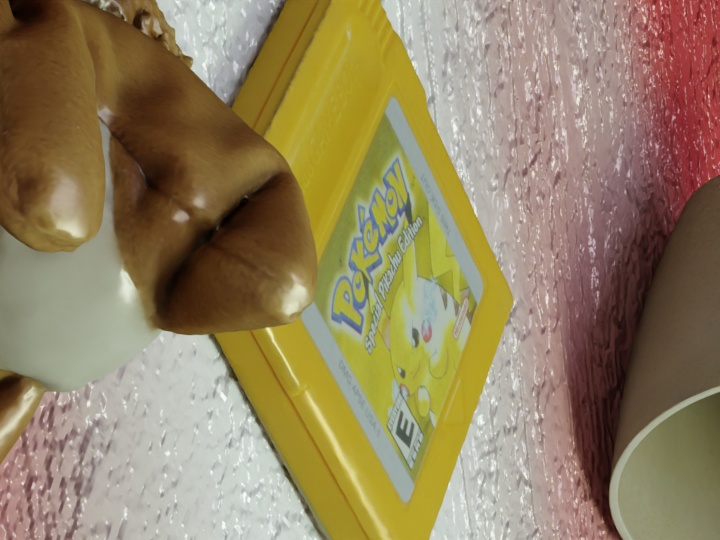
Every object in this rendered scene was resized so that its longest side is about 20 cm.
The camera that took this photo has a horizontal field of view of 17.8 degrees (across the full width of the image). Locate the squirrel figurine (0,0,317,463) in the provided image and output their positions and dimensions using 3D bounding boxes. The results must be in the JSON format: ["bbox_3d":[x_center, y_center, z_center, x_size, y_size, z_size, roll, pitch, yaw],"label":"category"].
[{"bbox_3d":[-0.119,-0.066,0.635,0.187,0.142,0.200,49,25,-33],"label":"squirrel figurine"}]

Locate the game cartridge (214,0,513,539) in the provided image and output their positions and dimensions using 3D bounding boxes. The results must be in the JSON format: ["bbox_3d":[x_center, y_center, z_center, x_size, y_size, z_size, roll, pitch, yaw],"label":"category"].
[{"bbox_3d":[0.000,0.000,0.939,0.200,0.032,0.176,65,34,-38],"label":"game cartridge"}]

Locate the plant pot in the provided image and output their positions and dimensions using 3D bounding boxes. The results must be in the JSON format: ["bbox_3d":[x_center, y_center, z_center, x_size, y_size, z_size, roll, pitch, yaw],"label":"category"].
[{"bbox_3d":[0.225,0.044,1.246,0.200,0.187,0.187,-86,156,-45],"label":"plant pot"}]
